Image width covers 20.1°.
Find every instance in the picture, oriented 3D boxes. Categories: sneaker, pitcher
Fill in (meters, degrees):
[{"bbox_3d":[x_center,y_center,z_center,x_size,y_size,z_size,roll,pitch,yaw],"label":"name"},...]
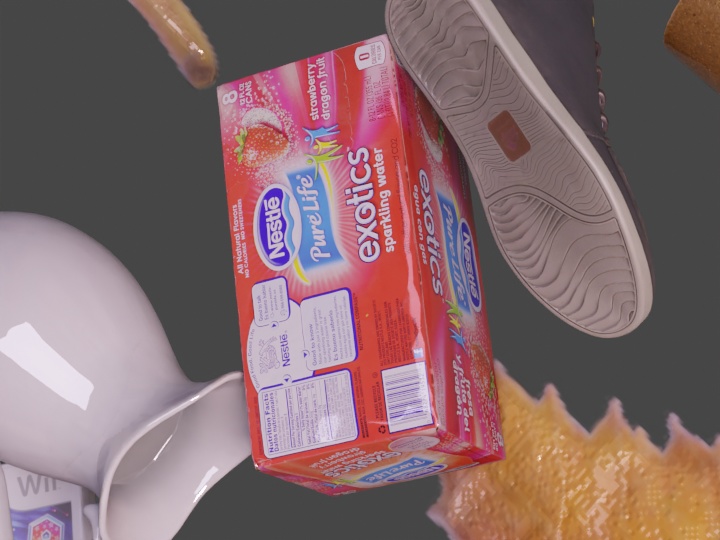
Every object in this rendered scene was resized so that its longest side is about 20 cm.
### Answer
[{"bbox_3d":[0.101,-0.072,0.991,0.075,0.106,0.201,-27,93,41],"label":"sneaker"},{"bbox_3d":[-0.161,0.074,1.036,0.200,0.121,0.172,36,88,34],"label":"pitcher"}]

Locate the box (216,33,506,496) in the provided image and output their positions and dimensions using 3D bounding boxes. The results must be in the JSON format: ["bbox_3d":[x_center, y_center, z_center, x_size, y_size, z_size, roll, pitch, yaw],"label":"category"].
[{"bbox_3d":[0.000,0.000,1.001,0.099,0.095,0.202,-14,70,21],"label":"box"}]

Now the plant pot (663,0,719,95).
[{"bbox_3d":[0.263,-0.087,0.872,0.186,0.186,0.200,-42,78,9],"label":"plant pot"}]

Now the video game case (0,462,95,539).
[{"bbox_3d":[-0.201,0.206,1.084,0.142,0.018,0.202,-13,70,22],"label":"video game case"}]
